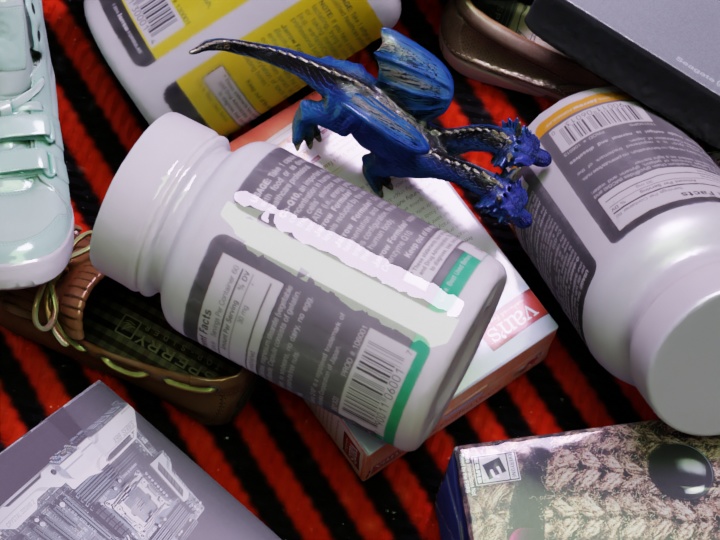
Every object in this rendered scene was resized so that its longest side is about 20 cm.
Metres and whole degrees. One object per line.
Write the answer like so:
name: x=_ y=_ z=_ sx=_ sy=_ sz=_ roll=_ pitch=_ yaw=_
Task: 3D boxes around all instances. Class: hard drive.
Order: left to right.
hard drive: x=0.189 y=-0.152 z=1.166 sx=0.139 sy=0.033 sz=0.200 roll=33 pitch=36 yaw=5

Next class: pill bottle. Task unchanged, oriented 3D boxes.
pill bottle: x=-0.048 y=-0.163 z=1.134 sx=0.199 sy=0.114 sz=0.115 roll=-32 pitch=72 yaw=5
pill bottle: x=-0.034 y=0.002 z=1.038 sx=0.199 sy=0.113 sz=0.113 roll=28 pitch=68 yaw=9
pill bottle: x=0.160 y=-0.007 z=1.074 sx=0.116 sy=0.117 sz=0.200 roll=-14 pitch=37 yaw=-10

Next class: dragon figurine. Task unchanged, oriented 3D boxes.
dragon figurine: x=0.012 y=-0.089 z=1.066 sx=0.200 sy=0.099 sz=0.059 roll=36 pitch=66 yaw=-22

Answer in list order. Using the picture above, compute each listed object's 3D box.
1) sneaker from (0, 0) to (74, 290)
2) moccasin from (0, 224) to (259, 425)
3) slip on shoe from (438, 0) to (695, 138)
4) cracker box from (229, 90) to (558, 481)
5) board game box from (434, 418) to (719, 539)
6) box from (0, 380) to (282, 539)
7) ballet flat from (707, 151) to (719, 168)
sneaker: x=-0.201 y=-0.085 z=1.078 sx=0.073 sy=0.119 sz=0.201 roll=-8 pitch=41 yaw=-9
moccasin: x=-0.149 y=0.019 z=1.100 sx=0.201 sy=0.078 sz=0.074 roll=34 pitch=69 yaw=10
slip on shoe: x=0.147 y=-0.135 z=1.198 sx=0.199 sy=0.061 sz=0.076 roll=17 pitch=67 yaw=2
cracker box: x=0.000 y=0.000 z=1.133 sx=0.134 sy=0.058 sz=0.200 roll=-32 pitch=73 yaw=-15
board game box: x=0.153 y=0.170 z=1.054 sx=0.199 sy=0.097 sz=0.160 roll=-7 pitch=69 yaw=-8
box: x=-0.119 y=0.169 z=1.024 sx=0.200 sy=0.050 sz=0.158 roll=40 pitch=43 yaw=12
ballet flat: x=0.271 y=-0.028 z=1.159 sx=0.199 sy=0.071 sz=0.069 roll=24 pitch=71 yaw=6
